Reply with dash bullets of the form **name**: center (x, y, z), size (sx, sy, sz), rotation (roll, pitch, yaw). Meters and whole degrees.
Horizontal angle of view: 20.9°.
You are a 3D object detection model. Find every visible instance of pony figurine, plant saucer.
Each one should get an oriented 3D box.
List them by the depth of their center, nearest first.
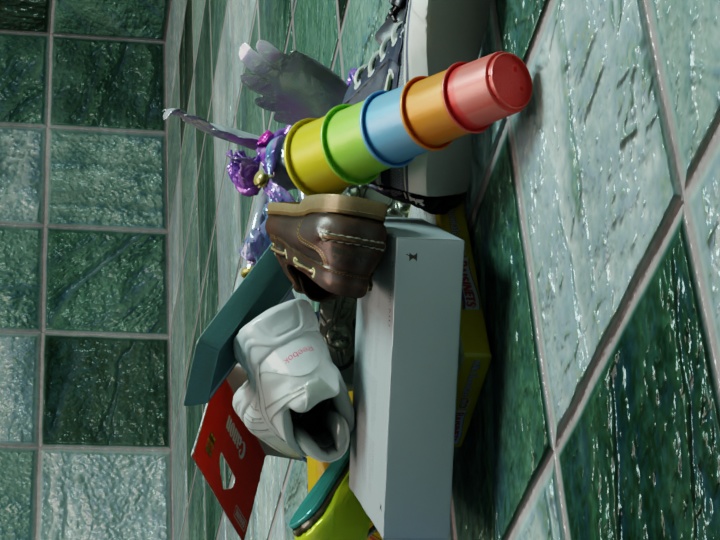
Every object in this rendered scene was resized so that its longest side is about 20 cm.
- **plant saucer**: center (-0.073, 0.019, 1.436), size (0.200, 0.019, 0.070), rotation (-54, -15, -46)
- **pony figurine**: center (-0.050, -0.088, 1.599), size (0.166, 0.192, 0.201), rotation (-20, 62, 49)

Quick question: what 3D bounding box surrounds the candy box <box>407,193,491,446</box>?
- **candy box**: center (0.059, 0.016, 1.401), size (0.103, 0.026, 0.201), rotation (107, 162, -46)

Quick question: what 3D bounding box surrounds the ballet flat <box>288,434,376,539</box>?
- **ballet flat**: center (0.012, 0.143, 1.483), size (0.067, 0.067, 0.200), rotation (-40, 15, 50)

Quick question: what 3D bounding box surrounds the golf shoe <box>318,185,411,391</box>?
- **golf shoe**: center (0.000, 0.000, 1.536), size (0.097, 0.078, 0.201), rotation (106, 177, -64)

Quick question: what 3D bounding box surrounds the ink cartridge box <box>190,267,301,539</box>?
- **ink cartridge box**: center (-0.084, 0.120, 1.683), size (0.200, 0.043, 0.175), rotation (71, -152, -60)

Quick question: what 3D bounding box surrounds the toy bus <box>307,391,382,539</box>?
- **toy bus**: center (0.000, 0.193, 1.539), size (0.065, 0.078, 0.201), rotation (112, 158, -61)

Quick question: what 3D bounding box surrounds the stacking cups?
- **stacking cups**: center (0.029, -0.096, 1.288), size (0.199, 0.060, 0.061), rotation (-18, 68, 51)

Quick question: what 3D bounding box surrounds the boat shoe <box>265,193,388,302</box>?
- **boat shoe**: center (-0.028, -0.014, 1.342), size (0.200, 0.070, 0.071), rotation (-177, 94, -81)

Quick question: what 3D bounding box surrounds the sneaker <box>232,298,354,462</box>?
- **sneaker**: center (-0.044, 0.106, 1.423), size (0.100, 0.078, 0.200), rotation (59, 172, 25)

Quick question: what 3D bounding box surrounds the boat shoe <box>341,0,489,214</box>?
- **boat shoe**: center (0.030, -0.145, 1.366), size (0.092, 0.074, 0.202), rotation (15, 105, 39)

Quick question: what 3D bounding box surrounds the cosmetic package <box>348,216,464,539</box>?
- **cosmetic package**: center (0.030, 0.069, 1.341), size (0.151, 0.051, 0.202), rotation (-133, 45, -80)

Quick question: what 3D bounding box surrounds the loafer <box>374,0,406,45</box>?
- **loafer**: center (0.035, -0.156, 1.473), size (0.072, 0.062, 0.201), rotation (-114, 29, -67)

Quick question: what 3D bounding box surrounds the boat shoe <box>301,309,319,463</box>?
- **boat shoe**: center (-0.024, 0.133, 1.712), size (0.084, 0.068, 0.202), rotation (130, 141, -73)
